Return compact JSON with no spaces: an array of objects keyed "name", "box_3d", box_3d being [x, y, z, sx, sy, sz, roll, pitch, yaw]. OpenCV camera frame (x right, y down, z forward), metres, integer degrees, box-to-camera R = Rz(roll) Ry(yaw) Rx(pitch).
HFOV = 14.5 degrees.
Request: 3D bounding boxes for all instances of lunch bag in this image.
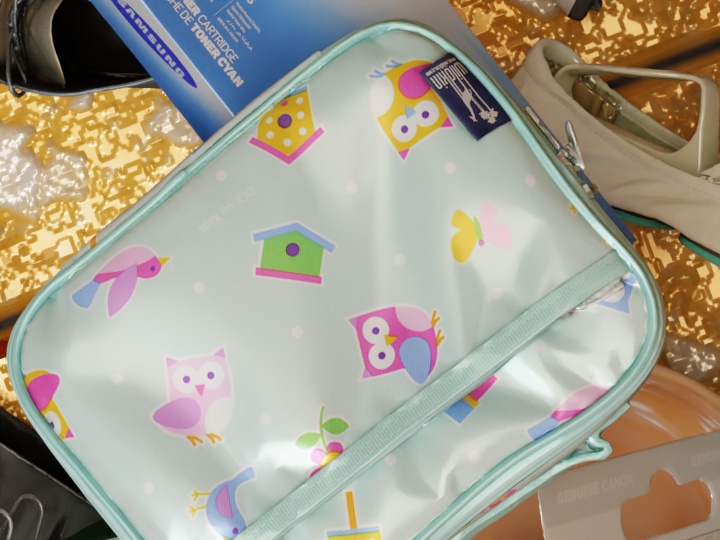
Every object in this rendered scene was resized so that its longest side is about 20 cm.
[{"name":"lunch bag","box_3d":[-0.001,0.025,0.930,0.200,0.077,0.161,-39,78,1]}]

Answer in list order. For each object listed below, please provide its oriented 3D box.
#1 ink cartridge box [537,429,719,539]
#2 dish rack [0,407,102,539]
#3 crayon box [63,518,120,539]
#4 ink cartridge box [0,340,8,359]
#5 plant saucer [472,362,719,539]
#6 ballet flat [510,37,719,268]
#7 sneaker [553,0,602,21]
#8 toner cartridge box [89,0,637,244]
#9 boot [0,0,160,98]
[{"name":"ink cartridge box","box_3d":[0.108,0.166,1.019,0.057,0.162,0.201,-16,85,37]},{"name":"dish rack","box_3d":[-0.179,0.101,1.052,0.153,0.200,0.055,30,110,16]},{"name":"crayon box","box_3d":[-0.041,0.179,1.056,0.058,0.173,0.201,-13,93,16]},{"name":"ink cartridge box","box_3d":[-0.238,0.001,1.101,0.199,0.109,0.051,7,96,6]},{"name":"plant saucer","box_3d":[0.074,0.126,1.078,0.199,0.037,0.201,-4,103,-18]},{"name":"ballet flat","box_3d":[0.130,-0.035,1.045,0.200,0.069,0.070,26,98,31]},{"name":"sneaker","box_3d":[0.092,-0.202,1.066,0.090,0.066,0.200,27,99,2]},{"name":"toner cartridge box","box_3d":[0.000,-0.056,1.016,0.095,0.043,0.200,-42,96,-21]},{"name":"boot","box_3d":[-0.131,-0.105,1.086,0.199,0.097,0.075,5,95,6]}]
